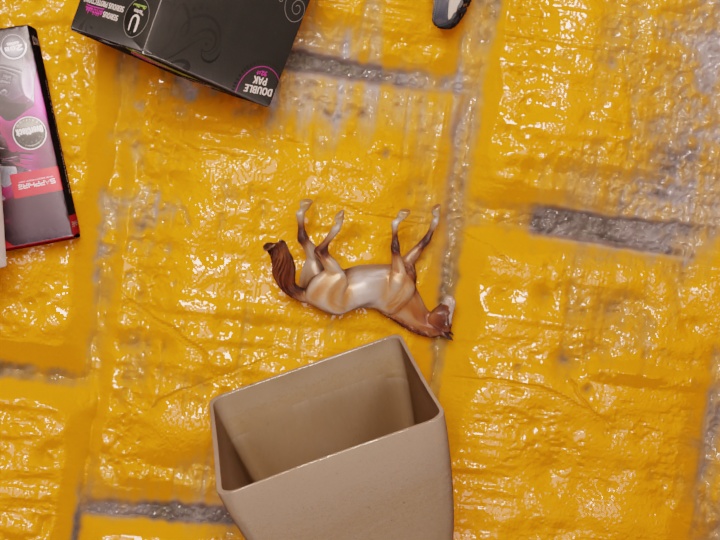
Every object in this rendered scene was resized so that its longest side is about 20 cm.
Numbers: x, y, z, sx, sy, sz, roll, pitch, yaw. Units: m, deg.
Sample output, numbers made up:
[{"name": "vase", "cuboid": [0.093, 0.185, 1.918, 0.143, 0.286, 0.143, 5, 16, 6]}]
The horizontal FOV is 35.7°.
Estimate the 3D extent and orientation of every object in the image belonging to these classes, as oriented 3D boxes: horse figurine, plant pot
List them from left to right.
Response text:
[{"name": "plant pot", "cuboid": [-0.015, 0.201, 1.039, 0.200, 0.200, 0.177, -18, 109, -4]}, {"name": "horse figurine", "cuboid": [0.000, 0.000, 1.074, 0.200, 0.050, 0.133, 1, 114, -14]}]

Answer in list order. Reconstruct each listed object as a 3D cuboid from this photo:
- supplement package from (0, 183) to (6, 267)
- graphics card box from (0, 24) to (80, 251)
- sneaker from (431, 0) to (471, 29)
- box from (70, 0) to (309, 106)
[{"name": "supplement package", "cuboid": [-0.423, -0.055, 0.953, 0.200, 0.121, 0.120, 2, 100, 22]}, {"name": "graphics card box", "cuboid": [-0.341, -0.116, 1.028, 0.125, 0.051, 0.200, -10, 97, -4]}, {"name": "sneaker", "cuboid": [0.070, -0.325, 1.046, 0.086, 0.078, 0.200, 3, 89, 5]}, {"name": "box", "cuboid": [-0.130, -0.266, 0.968, 0.148, 0.124, 0.200, 18, 96, -46]}]
